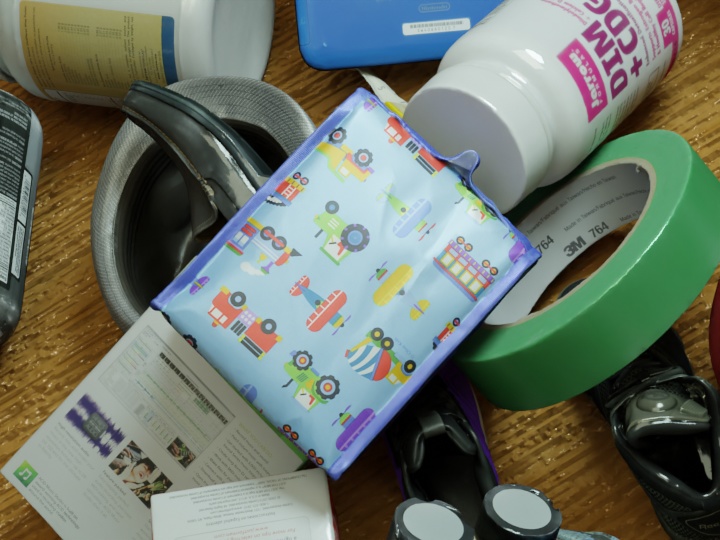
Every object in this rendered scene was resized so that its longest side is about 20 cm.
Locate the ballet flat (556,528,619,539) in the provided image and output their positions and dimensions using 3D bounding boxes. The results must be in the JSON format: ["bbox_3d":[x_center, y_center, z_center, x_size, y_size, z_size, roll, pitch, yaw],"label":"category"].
[{"bbox_3d":[0.185,0.205,1.078,0.199,0.074,0.074,32,76,22],"label":"ballet flat"}]

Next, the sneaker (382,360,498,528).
[{"bbox_3d":[0.048,0.104,1.133,0.069,0.100,0.201,-23,62,0],"label":"sneaker"}]

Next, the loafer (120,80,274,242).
[{"bbox_3d":[-0.088,-0.049,1.155,0.200,0.073,0.072,38,89,21],"label":"loafer"}]

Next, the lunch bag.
[{"bbox_3d":[0.000,0.000,1.072,0.150,0.094,0.200,43,90,5],"label":"lunch bag"}]

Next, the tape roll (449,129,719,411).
[{"bbox_3d":[0.139,-0.002,1.122,0.200,0.048,0.201,-37,19,16],"label":"tape roll"}]

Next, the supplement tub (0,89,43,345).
[{"bbox_3d":[-0.295,-0.024,1.269,0.121,0.123,0.201,-3,64,13],"label":"supplement tub"}]

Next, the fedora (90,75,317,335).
[{"bbox_3d":[-0.093,-0.024,1.236,0.175,0.090,0.202,-6,72,14],"label":"fedora"}]

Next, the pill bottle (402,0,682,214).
[{"bbox_3d":[0.120,-0.125,1.177,0.113,0.114,0.200,26,47,24],"label":"pill bottle"}]

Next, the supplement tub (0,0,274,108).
[{"bbox_3d":[-0.176,-0.191,1.306,0.198,0.145,0.146,9,67,18],"label":"supplement tub"}]

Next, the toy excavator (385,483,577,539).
[{"bbox_3d":[0.122,0.219,1.001,0.193,0.100,0.200,-5,36,-32],"label":"toy excavator"}]

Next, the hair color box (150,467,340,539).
[{"bbox_3d":[-0.059,0.223,1.034,0.110,0.064,0.201,-9,54,2],"label":"hair color box"}]

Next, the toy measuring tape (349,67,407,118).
[{"bbox_3d":[0.024,-0.084,1.260,0.073,0.074,0.200,-38,46,-6],"label":"toy measuring tape"}]

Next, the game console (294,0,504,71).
[{"bbox_3d":[0.042,-0.239,1.322,0.198,0.118,0.172,-6,94,-5],"label":"game console"}]

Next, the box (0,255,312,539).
[{"bbox_3d":[-0.117,0.110,1.155,0.144,0.036,0.200,45,101,8],"label":"box"}]

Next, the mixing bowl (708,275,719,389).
[{"bbox_3d":[0.285,0.043,1.078,0.199,0.108,0.202,9,64,-20],"label":"mixing bowl"}]

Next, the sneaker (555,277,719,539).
[{"bbox_3d":[0.178,0.071,1.111,0.076,0.114,0.200,-23,59,1],"label":"sneaker"}]
